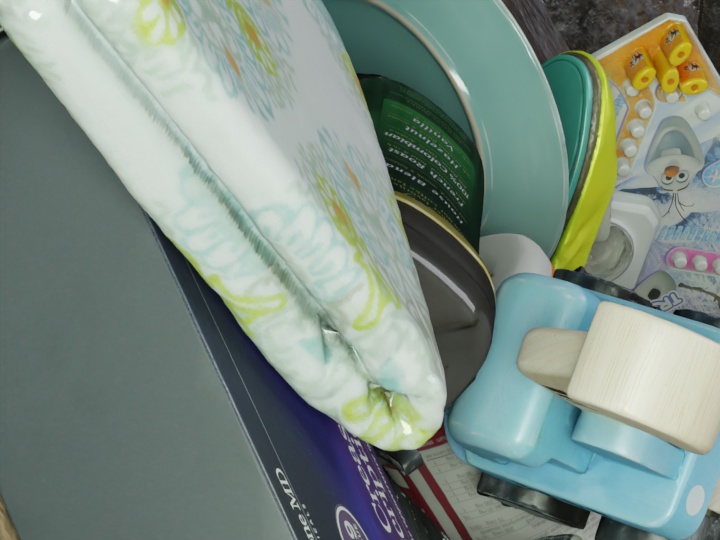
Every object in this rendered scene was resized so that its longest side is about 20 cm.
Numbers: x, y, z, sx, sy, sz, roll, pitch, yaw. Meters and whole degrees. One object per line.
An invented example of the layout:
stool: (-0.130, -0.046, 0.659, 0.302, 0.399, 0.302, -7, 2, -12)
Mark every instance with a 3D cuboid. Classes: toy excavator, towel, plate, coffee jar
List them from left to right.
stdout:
towel: (-0.047, -0.061, 0.830, 0.200, 0.048, 0.172, 52, 16, -37)
coffee jar: (0.000, 0.000, 1.135, 0.085, 0.104, 0.200, 39, 15, -13)
plate: (0.016, -0.074, 1.348, 0.200, 0.026, 0.201, 31, -43, 33)
toy excavator: (0.087, 0.046, 1.070, 0.194, 0.100, 0.200, 17, -6, 41)

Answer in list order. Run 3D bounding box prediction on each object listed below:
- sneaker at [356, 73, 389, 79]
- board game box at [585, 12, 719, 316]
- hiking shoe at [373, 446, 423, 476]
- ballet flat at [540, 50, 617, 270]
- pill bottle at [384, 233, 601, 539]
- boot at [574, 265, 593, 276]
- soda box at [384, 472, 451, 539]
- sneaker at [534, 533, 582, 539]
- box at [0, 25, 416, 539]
sneaker: (0.023, -0.005, 1.307, 0.200, 0.087, 0.076, 54, 12, -37)
board game box: (0.121, -0.009, 1.477, 0.200, 0.199, 0.026, 54, 12, -34)
hiking shoe: (-0.039, -0.018, 0.975, 0.101, 0.076, 0.201, -12, -69, 59)
ballet flat: (0.088, -0.008, 1.407, 0.067, 0.201, 0.067, 12, 9, -45)
pill bottle: (0.078, 0.093, 1.258, 0.200, 0.109, 0.110, 58, 11, -19)
boot: (0.107, 0.110, 1.363, 0.131, 0.201, 0.070, 23, -3, -3)
soda box: (0.021, 0.167, 0.917, 0.071, 0.063, 0.201, 48, 16, -50)
sneaker: (0.086, 0.201, 1.100, 0.201, 0.080, 0.076, 65, 9, 12)
box: (-0.058, 0.037, 0.847, 0.201, 0.079, 0.141, 64, 13, 15)
